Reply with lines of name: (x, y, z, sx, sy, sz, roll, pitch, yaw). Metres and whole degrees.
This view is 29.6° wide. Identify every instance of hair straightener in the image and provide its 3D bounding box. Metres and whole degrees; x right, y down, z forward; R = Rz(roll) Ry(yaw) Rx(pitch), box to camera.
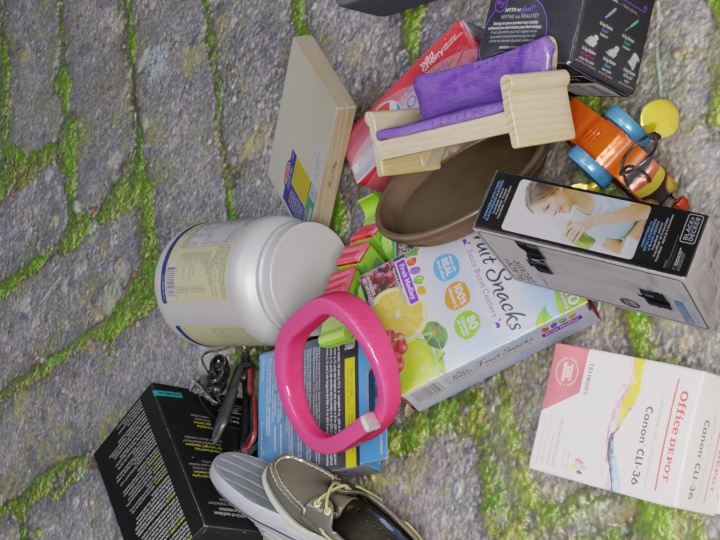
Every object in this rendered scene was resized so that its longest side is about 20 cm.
hair straightener: (-0.151, 0.128, 1.533, 0.041, 0.077, 0.200, -59, 16, 28)

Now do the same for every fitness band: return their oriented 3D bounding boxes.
fitness band: (-0.028, 0.102, 1.331, 0.200, 0.037, 0.144, -40, 70, 56)

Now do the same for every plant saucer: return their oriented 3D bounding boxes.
plant saucer: (0.104, -0.090, 1.345, 0.199, 0.030, 0.201, -30, 26, 16)

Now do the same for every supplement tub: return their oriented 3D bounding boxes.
supplement tub: (-0.119, 0.013, 1.525, 0.199, 0.144, 0.146, -3, 75, 45)

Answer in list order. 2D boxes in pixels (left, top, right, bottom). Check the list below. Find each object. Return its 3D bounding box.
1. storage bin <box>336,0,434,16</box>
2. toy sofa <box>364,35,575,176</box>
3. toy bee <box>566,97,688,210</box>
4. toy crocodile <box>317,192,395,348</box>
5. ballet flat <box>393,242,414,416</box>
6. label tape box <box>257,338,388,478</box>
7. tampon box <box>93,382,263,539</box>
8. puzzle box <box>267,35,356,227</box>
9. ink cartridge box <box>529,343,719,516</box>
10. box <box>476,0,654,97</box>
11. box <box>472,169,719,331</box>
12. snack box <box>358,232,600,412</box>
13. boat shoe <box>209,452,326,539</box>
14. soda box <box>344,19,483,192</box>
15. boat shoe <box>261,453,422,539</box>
storage bin: (0.044, -0.366, 1.492, 0.199, 0.145, 0.135, -9, 81, 44)
toy sofa: (0.097, -0.150, 1.269, 0.199, 0.082, 0.098, -7, 94, 50)
toy bee: (0.238, -0.085, 1.227, 0.131, 0.109, 0.201, -37, 24, 25)
toy crocodile: (0.000, 0.000, 1.429, 0.067, 0.062, 0.201, -16, 36, 41)
ballet flat: (0.069, 0.046, 1.384, 0.075, 0.068, 0.202, -7, 69, 29)
label tape box: (-0.022, 0.145, 1.441, 0.199, 0.063, 0.145, -16, 67, 42)
tampon box: (-0.179, 0.248, 1.508, 0.126, 0.149, 0.201, -49, 48, 24)
puzzle box: (-0.058, -0.144, 1.533, 0.133, 0.025, 0.201, 60, 149, 38)
ink cartridge box: (0.249, 0.136, 1.158, 0.199, 0.067, 0.117, 8, 83, 47)
box: (0.207, -0.277, 1.304, 0.122, 0.106, 0.202, 10, 86, 48)
box: (0.210, -0.018, 1.174, 0.199, 0.117, 0.060, 16, 74, 31)
snack box: (0.110, 0.027, 1.304, 0.199, 0.053, 0.143, -27, 58, 13)
boat shoe: (-0.077, 0.264, 1.406, 0.199, 0.073, 0.067, 30, 121, 18)
soda box: (0.070, -0.170, 1.446, 0.200, 0.063, 0.070, -44, 50, 29)
boat shoe: (-0.013, 0.242, 1.345, 0.201, 0.072, 0.060, 36, 146, 18)
